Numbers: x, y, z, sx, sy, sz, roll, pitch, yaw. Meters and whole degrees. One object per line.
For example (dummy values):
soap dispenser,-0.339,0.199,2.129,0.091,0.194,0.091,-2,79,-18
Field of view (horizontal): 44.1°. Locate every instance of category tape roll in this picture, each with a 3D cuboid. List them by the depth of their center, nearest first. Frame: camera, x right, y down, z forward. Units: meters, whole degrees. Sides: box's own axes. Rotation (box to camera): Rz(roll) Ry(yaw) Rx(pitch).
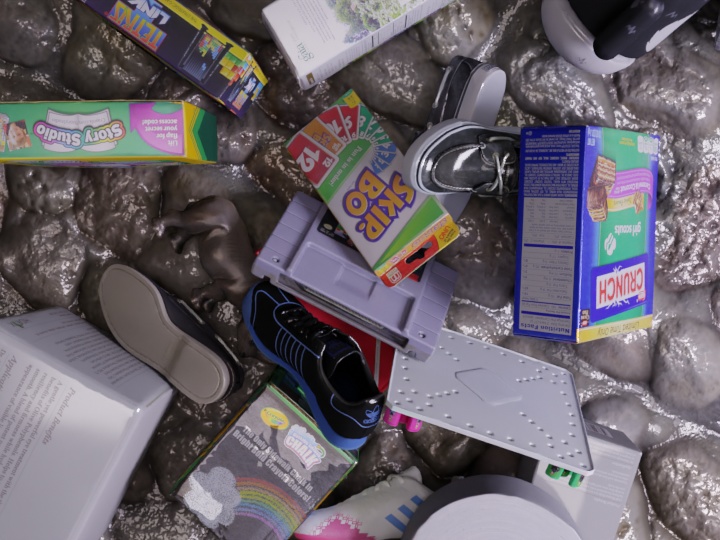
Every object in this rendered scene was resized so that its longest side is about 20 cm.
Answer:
tape roll,0.133,0.311,0.886,0.198,0.066,0.203,0,94,4

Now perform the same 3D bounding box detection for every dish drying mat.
dish drying mat,-0.028,0.044,0.952,0.077,0.018,0.201,-37,94,-33

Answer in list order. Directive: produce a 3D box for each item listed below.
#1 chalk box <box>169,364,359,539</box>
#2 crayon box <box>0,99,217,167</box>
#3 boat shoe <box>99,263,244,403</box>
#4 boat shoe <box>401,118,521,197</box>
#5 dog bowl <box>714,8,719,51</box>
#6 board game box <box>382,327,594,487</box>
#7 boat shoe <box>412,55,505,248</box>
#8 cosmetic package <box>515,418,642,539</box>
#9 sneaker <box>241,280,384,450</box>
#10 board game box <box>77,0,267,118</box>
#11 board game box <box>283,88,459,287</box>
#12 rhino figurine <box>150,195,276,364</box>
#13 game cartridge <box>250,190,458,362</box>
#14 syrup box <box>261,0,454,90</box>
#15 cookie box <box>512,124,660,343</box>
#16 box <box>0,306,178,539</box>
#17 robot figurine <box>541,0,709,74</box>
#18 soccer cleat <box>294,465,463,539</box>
chalk box,-0.080,0.184,0.930,0.124,0.124,0.200,43,93,-1
crayon box,-0.254,-0.135,0.883,0.198,0.173,0.059,-1,94,0
boat shoe,-0.201,0.067,0.948,0.200,0.063,0.073,40,104,21
boat shoe,0.130,-0.109,0.878,0.199,0.071,0.073,-14,124,-38
dog bowl,0.391,-0.300,0.859,0.058,0.200,0.202,11,94,15
board game box,0.124,0.125,0.889,0.198,0.200,0.026,19,112,0
boat shoe,0.086,-0.125,0.936,0.067,0.071,0.202,29,111,32
cosmetic package,0.214,0.262,0.952,0.106,0.090,0.202,18,97,0
sneaker,-0.043,0.074,0.863,0.200,0.070,0.078,51,138,22
board game box,-0.194,-0.236,0.878,0.199,0.165,0.057,36,92,-2
board game box,0.010,-0.086,0.916,0.095,0.030,0.201,-37,70,5
rhino figurine,-0.137,0.013,0.949,0.087,0.060,0.201,-28,95,5
game cartridge,0.000,0.000,0.918,0.199,0.130,0.039,27,136,-2
syrup box,0.003,-0.275,0.916,0.199,0.081,0.079,-31,91,3
cookie box,0.229,-0.038,0.887,0.075,0.170,0.202,6,97,41
box,-0.308,0.166,0.892,0.170,0.200,0.200,28,93,1
robot figurine,0.268,-0.280,0.863,0.200,0.149,0.126,-41,71,44
soccer cleat,0.025,0.254,0.957,0.198,0.070,0.087,4,81,-15
